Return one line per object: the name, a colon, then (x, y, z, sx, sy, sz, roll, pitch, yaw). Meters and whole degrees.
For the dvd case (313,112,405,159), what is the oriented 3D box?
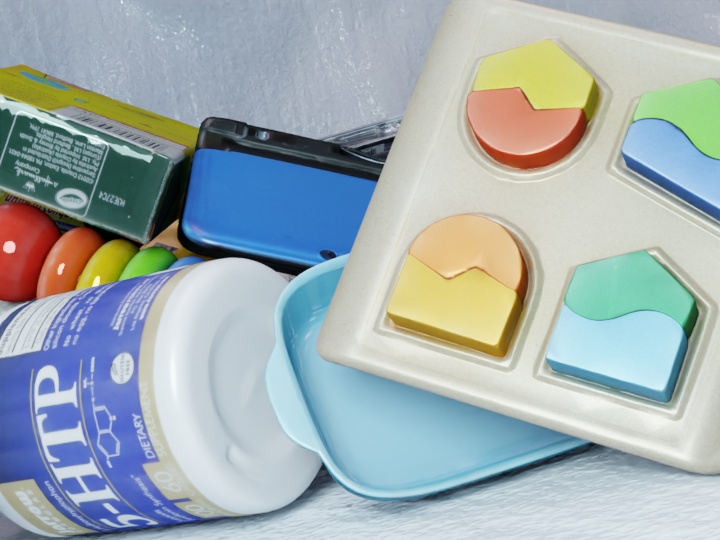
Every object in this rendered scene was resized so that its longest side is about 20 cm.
dvd case: (0.032, -0.049, 1.209, 0.148, 0.016, 0.200, -17, -20, -6)

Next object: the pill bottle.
pill bottle: (-0.124, 0.068, 0.990, 0.199, 0.120, 0.120, -12, 6, 36)

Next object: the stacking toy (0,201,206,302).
stacking toy: (-0.121, 0.018, 1.079, 0.199, 0.086, 0.085, 20, 15, 12)

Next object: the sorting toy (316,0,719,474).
sorting toy: (0.093, -0.025, 0.872, 0.199, 0.186, 0.036, 15, -16, 25)

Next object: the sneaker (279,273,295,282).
sneaker: (-0.033, 0.021, 1.384, 0.199, 0.075, 0.082, -16, 5, -22)

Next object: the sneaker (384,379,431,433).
sneaker: (0.034, 0.047, 1.039, 0.082, 0.072, 0.200, 3, 13, -6)

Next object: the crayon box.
crayon box: (-0.155, -0.069, 1.135, 0.127, 0.051, 0.200, 20, 9, 1)

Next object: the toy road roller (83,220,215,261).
toy road roller: (-0.147, 0.043, 1.242, 0.146, 0.123, 0.200, 34, 61, 28)

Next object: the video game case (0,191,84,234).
video game case: (-0.224, 0.014, 1.280, 0.025, 0.181, 0.200, 36, 9, 27)

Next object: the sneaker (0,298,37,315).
sneaker: (-0.168, 0.064, 1.131, 0.199, 0.082, 0.074, 16, 46, 3)

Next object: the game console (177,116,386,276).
game console: (0.000, 0.000, 1.078, 0.199, 0.119, 0.171, 12, -33, -5)

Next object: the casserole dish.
casserole dish: (0.051, 0.041, 0.933, 0.199, 0.121, 0.039, -16, -25, -17)
